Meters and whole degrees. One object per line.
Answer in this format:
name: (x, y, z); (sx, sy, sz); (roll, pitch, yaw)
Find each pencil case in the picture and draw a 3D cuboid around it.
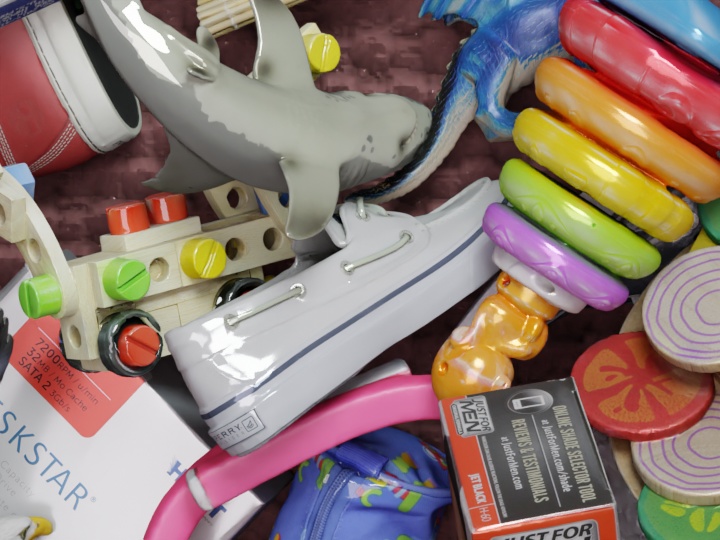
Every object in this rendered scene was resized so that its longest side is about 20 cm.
pencil case: (-0.021, 0.166, 1.296); (0.078, 0.087, 0.201); (24, 98, 17)

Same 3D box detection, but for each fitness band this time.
fitness band: (0.001, 0.124, 1.234); (0.199, 0.037, 0.144); (-25, 101, -1)

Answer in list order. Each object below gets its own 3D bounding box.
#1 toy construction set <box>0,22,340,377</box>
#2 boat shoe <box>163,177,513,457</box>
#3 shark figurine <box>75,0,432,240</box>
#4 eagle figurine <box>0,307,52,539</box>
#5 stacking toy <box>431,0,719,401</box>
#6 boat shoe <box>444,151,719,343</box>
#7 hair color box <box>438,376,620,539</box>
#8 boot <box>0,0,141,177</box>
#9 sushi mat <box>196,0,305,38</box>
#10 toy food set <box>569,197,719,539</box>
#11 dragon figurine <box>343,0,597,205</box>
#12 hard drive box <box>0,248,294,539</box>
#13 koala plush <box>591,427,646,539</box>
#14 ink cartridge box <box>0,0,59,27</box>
toy construction set: (-0.092, -0.027, 1.251); (0.199, 0.092, 0.132); (-13, 99, -21)
boat shoe: (0.000, 0.000, 1.222); (0.073, 0.200, 0.067); (-27, 99, 51)
shark figurine: (-0.077, -0.074, 1.183); (0.214, 0.128, 0.089); (36, 135, -18)
eagle figurine: (-0.197, 0.114, 1.229); (0.151, 0.151, 0.201); (-5, 105, 20)
stacking toy: (0.092, -0.024, 1.183); (0.116, 0.110, 0.200); (37, 96, 47)
boat shoe: (0.126, -0.013, 1.266); (0.200, 0.072, 0.068); (-42, 87, 5)
hair color box: (0.078, 0.156, 1.172); (0.061, 0.102, 0.201); (-9, 118, -2)
boot: (-0.205, -0.126, 1.313); (0.144, 0.072, 0.201); (-22, 94, 13)
sushi mat: (0.012, -0.178, 1.268); (0.199, 0.012, 0.096); (-21, 60, 17)
toy food set: (0.189, 0.042, 1.167); (0.197, 0.049, 0.200); (14, 62, 29)
dragon figurine: (0.063, -0.112, 1.269); (0.200, 0.059, 0.100); (-32, 87, 8)
hard drive box: (-0.157, 0.116, 1.320); (0.156, 0.077, 0.200); (44, 100, 3)
koala plush: (0.186, 0.124, 1.236); (0.177, 0.184, 0.201); (-33, 68, 9)
ink cartridge box: (-0.142, -0.222, 1.253); (0.196, 0.043, 0.201); (-25, 77, -12)
